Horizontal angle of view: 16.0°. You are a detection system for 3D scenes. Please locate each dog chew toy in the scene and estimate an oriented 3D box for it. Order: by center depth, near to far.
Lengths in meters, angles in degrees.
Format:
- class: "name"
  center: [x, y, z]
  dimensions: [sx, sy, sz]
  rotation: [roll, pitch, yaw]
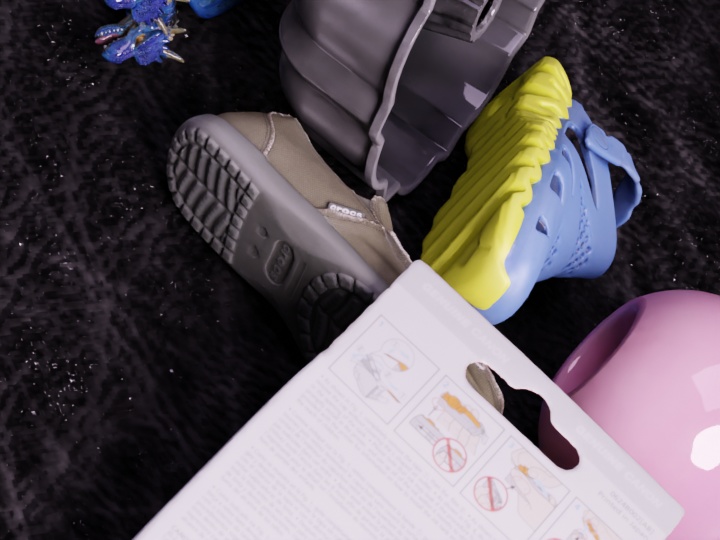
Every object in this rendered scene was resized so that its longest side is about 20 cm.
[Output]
- class: "dog chew toy"
  center: [0.174, 0.103, 1.134]
  dimensions: [0.200, 0.124, 0.125]
  rotation: [43, 43, -7]

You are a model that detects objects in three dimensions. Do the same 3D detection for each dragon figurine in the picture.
- class: "dragon figurine"
  center: [-0.068, -0.161, 1.221]
  dimensions: [0.199, 0.059, 0.100]
  rotation: [-25, 72, -43]

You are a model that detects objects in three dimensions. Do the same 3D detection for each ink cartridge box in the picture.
- class: "ink cartridge box"
  center: [0.015, 0.115, 1.033]
  dimensions: [0.160, 0.047, 0.200]
  rotation: [43, 57, 4]

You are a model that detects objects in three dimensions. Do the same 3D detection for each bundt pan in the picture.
- class: "bundt pan"
  center: [0.028, -0.137, 1.178]
  dimensions: [0.075, 0.203, 0.202]
  rotation: [30, 42, 12]

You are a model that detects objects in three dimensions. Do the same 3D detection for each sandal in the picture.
- class: "sandal"
  center: [0.088, -0.029, 1.193]
  dimensions: [0.087, 0.079, 0.200]
  rotation: [44, 31, -9]

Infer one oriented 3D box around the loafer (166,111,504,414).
- class: "loafer"
  center: [0.000, 0.000, 1.126]
  dimensions: [0.069, 0.075, 0.200]
  rotation: [-30, 75, -40]
